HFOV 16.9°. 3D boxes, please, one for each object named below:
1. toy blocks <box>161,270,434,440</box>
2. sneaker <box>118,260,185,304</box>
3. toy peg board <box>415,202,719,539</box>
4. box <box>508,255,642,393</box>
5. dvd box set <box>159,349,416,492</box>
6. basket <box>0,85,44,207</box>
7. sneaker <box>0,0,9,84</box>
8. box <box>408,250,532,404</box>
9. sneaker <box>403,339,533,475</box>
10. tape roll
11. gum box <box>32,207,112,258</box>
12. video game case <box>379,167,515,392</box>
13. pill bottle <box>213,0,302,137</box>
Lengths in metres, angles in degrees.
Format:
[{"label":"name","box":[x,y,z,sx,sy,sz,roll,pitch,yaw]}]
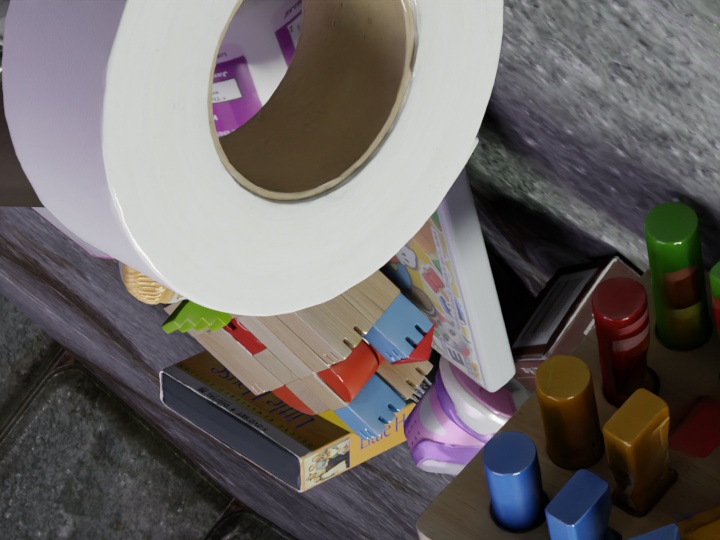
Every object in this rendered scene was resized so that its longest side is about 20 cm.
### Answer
[{"label":"toy blocks","box":[-0.024,0.037,1.343,0.137,0.100,0.200,43,159,-8]},{"label":"sneaker","box":[-0.087,-0.082,1.244,0.075,0.201,0.088,1,-153,-36]},{"label":"toy peg board","box":[0.155,0.077,1.084,0.200,0.199,0.098,30,152,32]},{"label":"box","box":[0.179,0.081,1.316,0.200,0.075,0.100,37,170,-8]},{"label":"dvd box set","box":[-0.011,0.069,1.597,0.146,0.200,0.029,28,130,42]},{"label":"basket","box":[-0.187,-0.109,1.488,0.200,0.181,0.136,17,-170,41]},{"label":"sneaker","box":[-0.154,-0.130,1.362,0.200,0.115,0.076,32,169,22]},{"label":"box","box":[0.000,0.000,1.503,0.200,0.086,0.164,28,166,42]},{"label":"sneaker","box":[0.103,0.093,1.408,0.200,0.088,0.081,13,-138,-39]},{"label":"tape roll","box":[-0.038,-0.086,0.944,0.071,0.203,0.202,26,165,43]},{"label":"gum box","box":[-0.217,-0.113,1.641,0.200,0.114,0.066,40,169,-16]},{"label":"video game case","box":[0.001,-0.046,1.286,0.182,0.023,0.200,38,158,37]},{"label":"pill bottle","box":[-0.048,-0.085,1.126,0.112,0.112,0.200,29,155,35]}]
